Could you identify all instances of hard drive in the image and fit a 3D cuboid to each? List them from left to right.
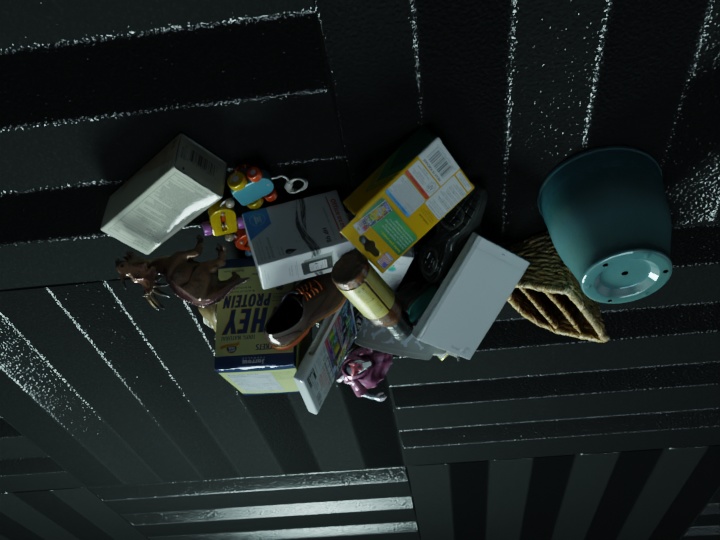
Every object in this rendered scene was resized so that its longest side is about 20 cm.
[{"bbox_3d":[0.188,0.047,1.170,0.132,0.026,0.200,23,102,-33],"label":"hard drive"}]

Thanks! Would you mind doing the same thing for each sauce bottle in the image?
[{"bbox_3d":[0.025,0.050,1.116,0.066,0.066,0.200,-18,137,20],"label":"sauce bottle"}]

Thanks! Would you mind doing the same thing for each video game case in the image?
[{"bbox_3d":[-0.059,0.149,1.244,0.023,0.182,0.200,21,156,15],"label":"video game case"}]

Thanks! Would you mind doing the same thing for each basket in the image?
[{"bbox_3d":[0.342,0.050,1.259,0.143,0.149,0.200,-23,138,26],"label":"basket"}]

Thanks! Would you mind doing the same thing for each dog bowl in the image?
[{"bbox_3d":[0.090,0.122,1.282,0.200,0.059,0.200,9,180,0],"label":"dog bowl"}]

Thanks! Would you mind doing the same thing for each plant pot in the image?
[{"bbox_3d":[0.396,-0.059,1.088,0.200,0.188,0.200,0,142,0],"label":"plant pot"}]

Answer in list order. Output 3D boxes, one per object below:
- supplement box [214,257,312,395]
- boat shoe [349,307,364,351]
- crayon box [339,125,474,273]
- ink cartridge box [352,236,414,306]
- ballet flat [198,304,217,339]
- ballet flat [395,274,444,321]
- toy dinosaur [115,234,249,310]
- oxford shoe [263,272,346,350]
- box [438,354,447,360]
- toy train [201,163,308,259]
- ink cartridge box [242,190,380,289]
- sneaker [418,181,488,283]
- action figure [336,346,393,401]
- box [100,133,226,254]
[{"bbox_3d":[-0.167,0.104,1.237,0.134,0.200,0.200,-4,158,4],"label":"supplement box"},{"bbox_3d":[0.001,0.114,1.397,0.073,0.065,0.200,19,137,-22],"label":"boat shoe"},{"bbox_3d":[0.064,-0.106,1.060,0.200,0.052,0.126,-44,132,3],"label":"crayon box"},{"bbox_3d":[0.000,0.000,1.243,0.136,0.076,0.200,9,139,-12],"label":"ink cartridge box"},{"bbox_3d":[-0.275,0.120,1.408,0.072,0.068,0.200,6,146,24],"label":"ballet flat"},{"bbox_3d":[0.127,0.024,1.254,0.200,0.068,0.068,-28,129,-34],"label":"ballet flat"},{"bbox_3d":[-0.278,0.019,1.109,0.200,0.136,0.086,22,140,17],"label":"toy dinosaur"},{"bbox_3d":[-0.076,0.044,1.103,0.071,0.200,0.073,37,168,16],"label":"oxford shoe"},{"bbox_3d":[0.197,0.096,1.347,0.070,0.064,0.200,-32,164,-34],"label":"box"},{"bbox_3d":[-0.177,-0.104,1.130,0.150,0.056,0.200,5,139,-35],"label":"toy train"},{"bbox_3d":[-0.076,-0.056,1.100,0.200,0.116,0.067,-16,144,-11],"label":"ink cartridge box"},{"bbox_3d":[0.170,-0.067,1.170,0.091,0.076,0.200,-6,137,-33],"label":"sneaker"},{"bbox_3d":[0.000,0.193,1.443,0.149,0.134,0.200,13,176,19],"label":"action figure"},{"bbox_3d":[-0.311,-0.116,1.085,0.200,0.078,0.095,-29,135,31],"label":"box"}]
